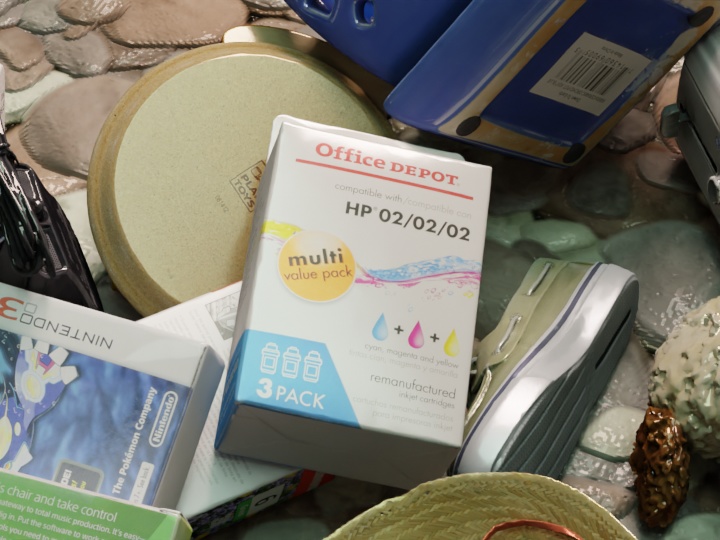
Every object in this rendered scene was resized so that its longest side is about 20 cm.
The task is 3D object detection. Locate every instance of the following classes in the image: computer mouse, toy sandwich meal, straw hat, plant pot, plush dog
[{"bbox_3d":[-0.187,-0.039,1.111,0.046,0.200,0.141,-23,80,-3],"label":"computer mouse"},{"bbox_3d":[-0.063,-0.042,1.208,0.204,0.070,0.207,3,74,-10],"label":"toy sandwich meal"},{"bbox_3d":[0.052,0.198,0.975,0.200,0.085,0.202,-7,56,10],"label":"straw hat"},{"bbox_3d":[0.086,-0.176,1.222,0.200,0.200,0.180,11,39,-53],"label":"plant pot"},{"bbox_3d":[0.224,0.064,1.087,0.171,0.161,0.200,13,43,42],"label":"plush dog"}]

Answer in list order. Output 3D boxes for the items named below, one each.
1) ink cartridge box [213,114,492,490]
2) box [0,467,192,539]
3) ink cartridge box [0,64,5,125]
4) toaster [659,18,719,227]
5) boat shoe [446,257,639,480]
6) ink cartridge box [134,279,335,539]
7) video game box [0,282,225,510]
[{"bbox_3d":[0.000,0.000,1.083,0.114,0.068,0.201,12,61,-7],"label":"ink cartridge box"},{"bbox_3d":[-0.172,0.189,0.956,0.143,0.036,0.201,14,75,10],"label":"box"},{"bbox_3d":[-0.306,-0.061,1.180,0.199,0.085,0.146,3,24,0],"label":"ink cartridge box"},{"bbox_3d":[0.277,-0.091,1.242,0.199,0.114,0.129,-15,46,-14],"label":"toaster"},{"bbox_3d":[0.087,0.061,1.130,0.062,0.072,0.200,13,36,24],"label":"boat shoe"},{"bbox_3d":[-0.063,0.068,1.103,0.199,0.050,0.109,-22,70,-22],"label":"ink cartridge box"},{"bbox_3d":[-0.183,0.106,1.026,0.181,0.047,0.201,15,76,15],"label":"video game box"}]
